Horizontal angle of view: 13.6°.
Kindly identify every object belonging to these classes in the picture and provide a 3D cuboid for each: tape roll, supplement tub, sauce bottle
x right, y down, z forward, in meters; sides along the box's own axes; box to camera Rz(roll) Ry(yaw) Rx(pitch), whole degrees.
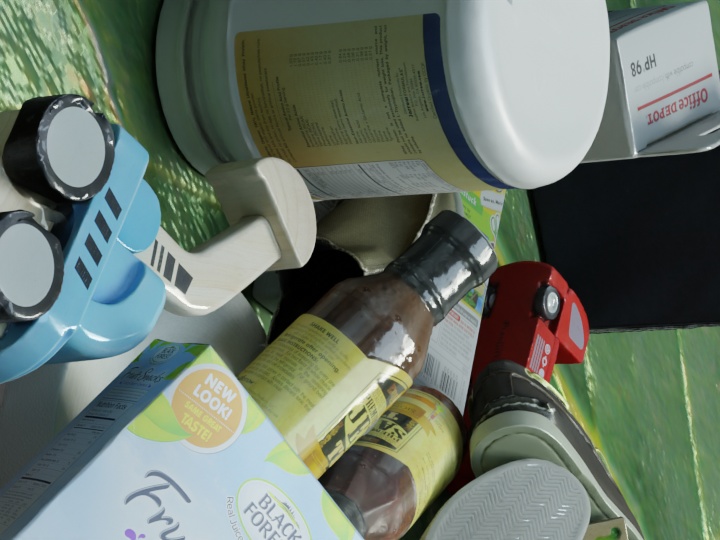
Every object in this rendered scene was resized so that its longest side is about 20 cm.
[{"bbox_3d":[-0.103,0.093,1.486,0.202,0.037,0.204,6,82,-57],"label":"tape roll"},{"bbox_3d":[0.011,-0.109,1.524,0.144,0.199,0.145,5,84,-57],"label":"supplement tub"},{"bbox_3d":[-0.013,0.049,1.468,0.200,0.065,0.065,-44,129,-17],"label":"sauce bottle"},{"bbox_3d":[0.003,0.115,1.589,0.200,0.066,0.066,-41,123,-69],"label":"sauce bottle"}]

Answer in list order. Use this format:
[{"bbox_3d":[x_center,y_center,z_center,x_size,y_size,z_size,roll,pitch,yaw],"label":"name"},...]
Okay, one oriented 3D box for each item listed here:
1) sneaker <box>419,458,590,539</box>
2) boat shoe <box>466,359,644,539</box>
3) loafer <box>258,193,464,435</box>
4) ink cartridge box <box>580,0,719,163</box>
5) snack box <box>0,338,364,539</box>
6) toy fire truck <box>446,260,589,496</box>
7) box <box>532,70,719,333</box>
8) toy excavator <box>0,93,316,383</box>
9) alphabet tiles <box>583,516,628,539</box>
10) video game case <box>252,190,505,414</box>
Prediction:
[{"bbox_3d":[0.039,0.189,1.624,0.074,0.116,0.200,42,59,7],"label":"sneaker"},{"bbox_3d":[0.115,0.130,1.709,0.061,0.071,0.202,-96,162,-46],"label":"boat shoe"},{"bbox_3d":[0.000,0.000,1.568,0.070,0.075,0.201,60,34,-36],"label":"loafer"},{"bbox_3d":[0.120,-0.101,1.656,0.116,0.199,0.067,-26,109,-55],"label":"ink cartridge box"},{"bbox_3d":[-0.099,0.158,1.358,0.200,0.068,0.169,-46,111,-21],"label":"snack box"},{"bbox_3d":[0.104,0.112,1.796,0.141,0.049,0.201,46,51,-46],"label":"toy fire truck"},{"bbox_3d":[0.240,-0.050,1.883,0.200,0.197,0.124,-33,113,-54],"label":"box"},{"bbox_3d":[-0.117,-0.008,1.390,0.200,0.099,0.195,47,52,-37],"label":"toy excavator"},{"bbox_3d":[0.095,0.230,1.681,0.006,0.199,0.168,-138,-142,-76],"label":"alphabet tiles"},{"bbox_3d":[0.016,-0.029,1.695,0.200,0.023,0.183,38,57,-49],"label":"video game case"}]
